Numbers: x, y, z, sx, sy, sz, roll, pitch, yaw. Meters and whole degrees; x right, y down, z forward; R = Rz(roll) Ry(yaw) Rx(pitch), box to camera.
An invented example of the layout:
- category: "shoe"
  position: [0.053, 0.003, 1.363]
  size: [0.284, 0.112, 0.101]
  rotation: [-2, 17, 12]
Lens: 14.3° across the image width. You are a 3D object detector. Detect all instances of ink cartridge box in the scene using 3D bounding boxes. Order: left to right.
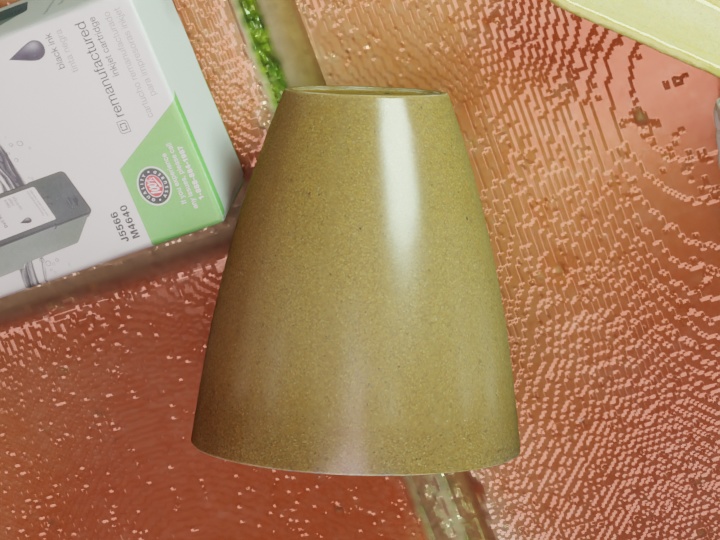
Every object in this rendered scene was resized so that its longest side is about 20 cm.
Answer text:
- category: "ink cartridge box"
  position: [-0.187, -0.072, 1.629]
  size: [0.199, 0.084, 0.146]
  rotation: [-19, 107, 13]

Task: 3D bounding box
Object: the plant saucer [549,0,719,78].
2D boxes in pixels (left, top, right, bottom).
- category: "plant saucer"
  position: [0.224, -0.203, 1.553]
  size: [0.199, 0.048, 0.201]
  rotation: [23, 111, -3]

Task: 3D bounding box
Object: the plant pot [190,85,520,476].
- category: "plant pot"
  position: [0.000, 0.000, 1.597]
  size: [0.185, 0.186, 0.202]
  rotation: [2, 98, 6]

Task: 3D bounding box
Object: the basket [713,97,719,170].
- category: "basket"
  position: [0.297, -0.046, 1.520]
  size: [0.199, 0.124, 0.136]
  rotation: [-21, 134, -7]
